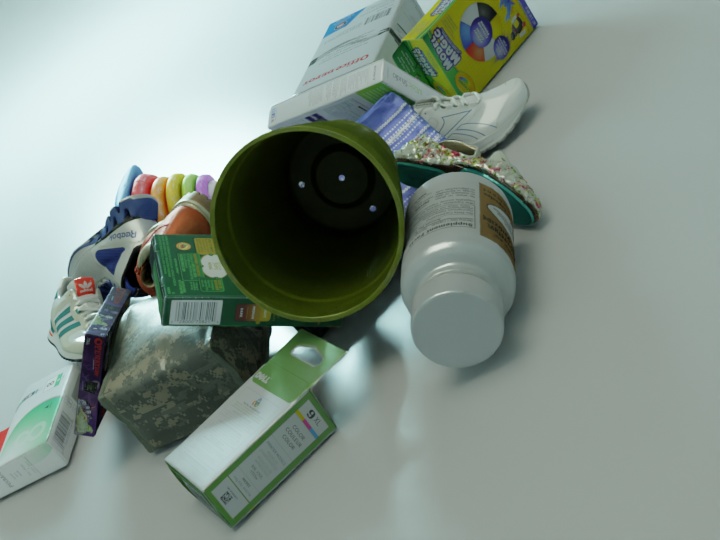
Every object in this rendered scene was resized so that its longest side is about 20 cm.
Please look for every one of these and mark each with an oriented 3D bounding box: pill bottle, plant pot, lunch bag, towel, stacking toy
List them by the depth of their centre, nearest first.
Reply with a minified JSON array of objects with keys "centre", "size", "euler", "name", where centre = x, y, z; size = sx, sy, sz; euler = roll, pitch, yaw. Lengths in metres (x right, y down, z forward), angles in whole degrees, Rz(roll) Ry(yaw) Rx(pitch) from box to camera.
[{"centre":[0.097,0.000,1.463],"size":[0.114,0.115,0.201],"euler":[-26,28,20],"name":"pill bottle"},{"centre":[-0.035,-0.075,1.558],"size":[0.199,0.201,0.193],"euler":[-26,12,19],"name":"plant pot"},{"centre":[-0.189,0.082,1.674],"size":[0.163,0.118,0.201],"euler":[-25,33,23],"name":"lunch bag"},{"centre":[0.047,-0.106,1.686],"size":[0.145,0.024,0.200],"euler":[-41,58,-8],"name":"towel"},{"centre":[-0.227,-0.096,2.042],"size":[0.198,0.110,0.117],"euler":[-14,39,18],"name":"stacking toy"}]

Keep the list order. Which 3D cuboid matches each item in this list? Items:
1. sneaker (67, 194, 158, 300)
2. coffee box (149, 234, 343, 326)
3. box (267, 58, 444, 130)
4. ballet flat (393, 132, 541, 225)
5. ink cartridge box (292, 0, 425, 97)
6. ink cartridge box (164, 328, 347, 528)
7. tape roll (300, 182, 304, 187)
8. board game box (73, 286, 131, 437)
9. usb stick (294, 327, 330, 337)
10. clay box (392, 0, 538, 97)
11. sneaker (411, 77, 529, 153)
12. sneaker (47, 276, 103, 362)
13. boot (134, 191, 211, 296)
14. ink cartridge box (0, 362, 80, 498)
[{"centre":[-0.320,0.002,1.970],"size":[0.200,0.080,0.116],"euler":[-48,50,38],"name":"sneaker"},{"centre":[-0.122,0.011,1.598],"size":[0.198,0.044,0.123],"euler":[0,35,-16],"name":"coffee box"},{"centre":[0.003,-0.191,1.840],"size":[0.199,0.144,0.037],"euler":[-15,61,41],"name":"box"},{"centre":[0.121,-0.108,1.604],"size":[0.199,0.076,0.064],"euler":[22,60,33],"name":"ballet flat"},{"centre":[0.006,-0.287,2.066],"size":[0.144,0.084,0.201],"euler":[-20,30,32],"name":"ink cartridge box"},{"centre":[-0.093,0.157,1.500],"size":[0.200,0.059,0.104],"euler":[-44,28,-14],"name":"ink cartridge box"},{"centre":[-0.080,-0.075,1.809],"size":[0.198,0.066,0.201],"euler":[-17,35,13],"name":"tape roll"},{"centre":[-0.300,0.103,1.735],"size":[0.200,0.032,0.121],"euler":[-91,14,-75],"name":"board game box"},{"centre":[0.000,0.000,1.670],"size":[0.200,0.033,0.055],"euler":[-46,30,-18],"name":"usb stick"},{"centre":[0.134,-0.295,1.890],"size":[0.047,0.115,0.200],"euler":[4,48,51],"name":"clay box"},{"centre":[0.108,-0.172,1.755],"size":[0.199,0.087,0.075],"euler":[-32,20,6],"name":"sneaker"},{"centre":[-0.360,0.060,1.921],"size":[0.070,0.094,0.199],"euler":[-1,10,-26],"name":"sneaker"},{"centre":[-0.242,-0.009,1.782],"size":[0.108,0.075,0.200],"euler":[-54,3,-35],"name":"boot"},{"centre":[-0.434,0.214,1.836],"size":[0.199,0.050,0.161],"euler":[-25,28,17],"name":"ink cartridge box"}]
